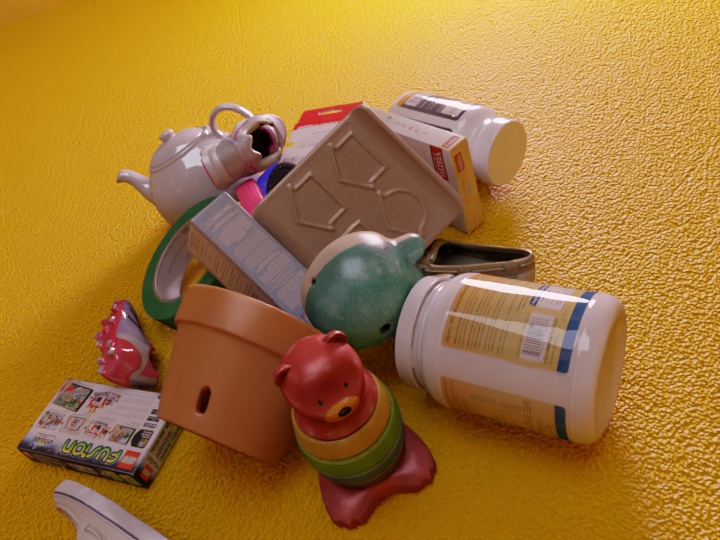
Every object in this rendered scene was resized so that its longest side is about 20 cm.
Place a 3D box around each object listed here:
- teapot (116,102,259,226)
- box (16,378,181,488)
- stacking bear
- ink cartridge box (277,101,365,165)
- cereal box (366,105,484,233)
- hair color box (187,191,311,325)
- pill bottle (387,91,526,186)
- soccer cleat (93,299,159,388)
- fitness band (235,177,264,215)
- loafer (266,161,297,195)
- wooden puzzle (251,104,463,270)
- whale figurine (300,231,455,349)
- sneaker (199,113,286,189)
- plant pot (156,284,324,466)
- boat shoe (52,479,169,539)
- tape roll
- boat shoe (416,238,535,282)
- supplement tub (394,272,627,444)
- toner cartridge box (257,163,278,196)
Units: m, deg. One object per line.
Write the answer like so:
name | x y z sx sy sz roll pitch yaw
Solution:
teapot | -0.272 -0.172 1.079 0.200 0.146 0.197 -46 29 -21
box | -0.323 0.200 0.825 0.200 0.035 0.110 3 47 26
stacking bear | -0.017 0.138 0.626 0.121 0.200 0.114 -28 44 -6
ink cartridge box | -0.053 -0.176 1.014 0.116 0.067 0.200 -4 44 19
cereal box | 0.081 -0.146 0.931 0.040 0.144 0.200 -39 43 -19
hair color box | -0.121 0.007 0.811 0.200 0.099 0.061 44 65 1
pill bottle | 0.139 -0.197 0.981 0.200 0.116 0.116 27 61 40
soccer cleat | -0.325 0.103 0.917 0.067 0.076 0.200 -56 27 6
fitness band | -0.118 -0.055 0.914 0.037 0.144 0.200 -33 31 -2
loafer | -0.045 -0.078 0.896 0.200 0.071 0.073 37 102 19
wooden puzzle | -0.004 -0.072 0.812 0.200 0.185 0.046 -46 -1 -1
whale figurine | 0.034 0.035 0.730 0.159 0.200 0.104 -58 42 23
sneaker | -0.146 -0.183 0.957 0.088 0.081 0.200 -17 24 26
plant pot | -0.129 0.123 0.720 0.200 0.200 0.140 11 68 32
boat shoe | -0.269 0.288 0.687 0.200 0.071 0.070 17 52 28
tape roll | -0.232 -0.011 0.943 0.200 0.048 0.201 -24 48 29
boat shoe | 0.118 -0.014 0.819 0.200 0.063 0.073 16 43 28
supplement tub | 0.150 0.080 0.660 0.200 0.145 0.145 10 51 31
toner cartridge box | -0.087 -0.122 1.055 0.200 0.043 0.095 13 53 34
